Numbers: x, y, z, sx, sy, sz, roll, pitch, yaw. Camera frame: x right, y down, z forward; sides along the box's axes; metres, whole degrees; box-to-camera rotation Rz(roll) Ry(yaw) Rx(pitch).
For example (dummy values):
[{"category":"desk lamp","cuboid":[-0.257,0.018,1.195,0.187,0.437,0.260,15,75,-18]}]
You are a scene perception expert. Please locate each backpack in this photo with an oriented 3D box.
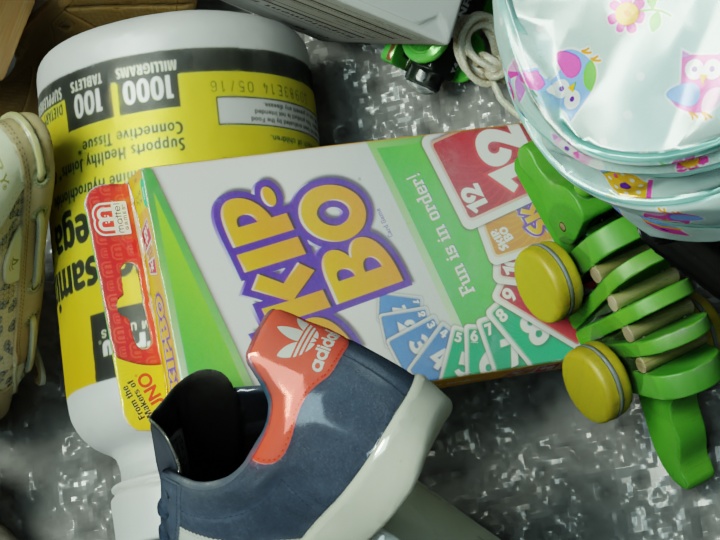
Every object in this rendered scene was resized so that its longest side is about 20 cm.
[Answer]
[{"category":"backpack","cuboid":[0.142,-0.093,0.839,0.199,0.127,0.168,-23,64,18]}]

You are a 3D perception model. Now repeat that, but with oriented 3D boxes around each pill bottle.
[{"category":"pill bottle","cuboid":[-0.065,0.008,1.052,0.112,0.112,0.201,-12,77,22]}]

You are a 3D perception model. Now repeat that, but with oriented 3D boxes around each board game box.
[{"category":"board game box","cuboid":[0.000,0.000,1.003,0.199,0.030,0.096,-8,79,-18]}]

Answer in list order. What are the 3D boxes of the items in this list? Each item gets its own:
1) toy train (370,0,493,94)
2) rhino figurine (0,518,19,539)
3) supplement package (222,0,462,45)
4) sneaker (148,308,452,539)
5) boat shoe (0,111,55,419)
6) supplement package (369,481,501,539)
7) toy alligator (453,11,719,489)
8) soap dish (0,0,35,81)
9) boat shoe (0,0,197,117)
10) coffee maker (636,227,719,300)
[{"category":"toy train","cuboid":[0.053,-0.168,1.068,0.056,0.042,0.201,26,93,35]},{"category":"rhino figurine","cuboid":[-0.176,0.105,1.106,0.060,0.088,0.201,-23,70,-10]},{"category":"supplement package","cuboid":[-0.025,-0.206,1.015,0.111,0.155,0.201,9,81,62]},{"category":"sneaker","cuboid":[-0.050,0.087,0.950,0.084,0.075,0.200,35,125,-4]},{"category":"boat shoe","cuboid":[-0.149,0.006,1.067,0.063,0.200,0.073,-31,73,-19]},{"category":"supplement package","cuboid":[0.000,0.195,0.977,0.117,0.117,0.200,36,98,0]},{"category":"toy alligator","cuboid":[0.091,-0.014,0.994,0.059,0.054,0.201,-23,86,-25]},{"category":"soap dish","cuboid":[-0.184,-0.157,1.099,0.157,0.081,0.201,-8,55,44]},{"category":"boat shoe","cuboid":[-0.148,-0.095,1.137,0.200,0.071,0.070,-33,44,24]},{"category":"coffee maker","cuboid":[0.194,0.015,0.914,0.192,0.135,0.200,-45,58,-5]}]
